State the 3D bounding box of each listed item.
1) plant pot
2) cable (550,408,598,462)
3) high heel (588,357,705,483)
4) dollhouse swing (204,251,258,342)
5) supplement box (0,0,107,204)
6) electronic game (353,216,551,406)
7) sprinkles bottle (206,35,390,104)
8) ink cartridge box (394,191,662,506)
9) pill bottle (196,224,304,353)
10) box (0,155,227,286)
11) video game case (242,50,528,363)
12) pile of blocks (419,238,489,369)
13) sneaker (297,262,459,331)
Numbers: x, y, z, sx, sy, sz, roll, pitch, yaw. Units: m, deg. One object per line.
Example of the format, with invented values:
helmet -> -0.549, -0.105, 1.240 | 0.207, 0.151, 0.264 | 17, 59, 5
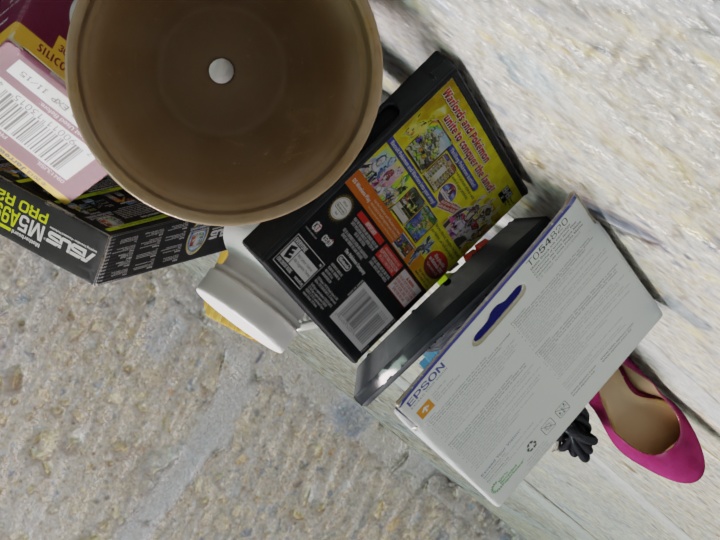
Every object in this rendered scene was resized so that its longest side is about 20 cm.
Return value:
plant pot -> -0.089, -0.129, 1.359 | 0.201, 0.201, 0.093 | 37, 179, -6
cable -> 0.143, 0.078, 1.833 | 0.200, 0.051, 0.163 | 70, 169, -20
high heel -> 0.244, 0.127, 1.853 | 0.200, 0.067, 0.096 | 42, -179, -16
dollhouse swing -> -0.130, -0.060, 2.014 | 0.182, 0.176, 0.200 | 40, 172, -26
supplement box -> -0.208, -0.171, 1.559 | 0.131, 0.200, 0.103 | 38, 132, -23
electronic game -> 0.070, 0.030, 1.581 | 0.042, 0.200, 0.200 | 46, 173, 3
sprinkles bottle -> -0.026, -0.110, 1.481 | 0.200, 0.068, 0.068 | 23, 180, -29
ink cartridge box -> 0.115, 0.054, 1.521 | 0.041, 0.200, 0.200 | 38, 174, 37
pill bottle -> -0.034, -0.040, 1.613 | 0.109, 0.200, 0.109 | 36, 172, 6
box -> -0.208, -0.055, 1.642 | 0.160, 0.044, 0.200 | 28, -160, 20
video game case -> 0.022, -0.038, 1.450 | 0.026, 0.181, 0.200 | 44, 177, 29
pile of blocks -> 0.077, 0.038, 1.777 | 0.062, 0.082, 0.200 | 49, 143, 19
sneaker -> 0.001, 0.000, 1.760 | 0.074, 0.200, 0.118 | 63, -176, 12
